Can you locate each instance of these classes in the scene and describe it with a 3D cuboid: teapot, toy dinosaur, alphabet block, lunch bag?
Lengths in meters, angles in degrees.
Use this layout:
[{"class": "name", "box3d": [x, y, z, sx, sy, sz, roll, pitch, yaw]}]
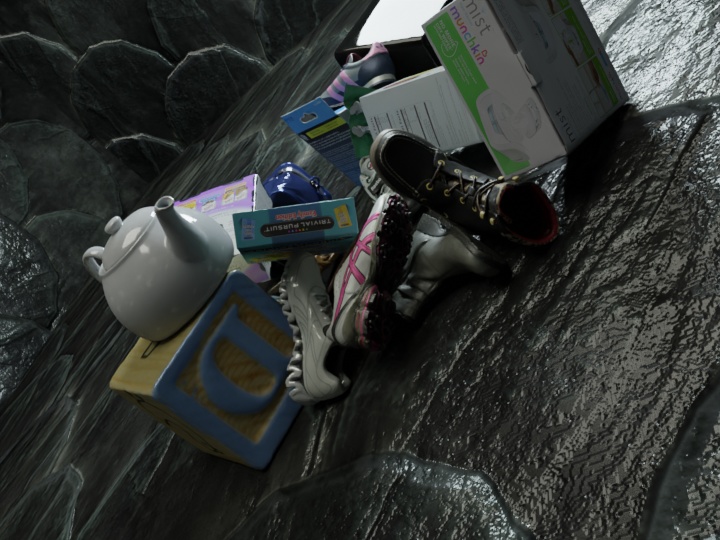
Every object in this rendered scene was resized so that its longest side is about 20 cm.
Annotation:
[{"class": "teapot", "box3d": [-0.277, -0.015, 0.950, 0.200, 0.146, 0.198, -46, 23, 6]}, {"class": "toy dinosaur", "box3d": [-0.088, 0.002, 1.127, 0.199, 0.060, 0.106, -30, -20, -35]}, {"class": "alphabet block", "box3d": [-0.196, 0.135, 1.000, 0.200, 0.195, 0.197, -10, 42, 56]}, {"class": "lunch bag", "box3d": [-0.145, -0.103, 1.338, 0.200, 0.136, 0.133, -39, 26, 24]}]

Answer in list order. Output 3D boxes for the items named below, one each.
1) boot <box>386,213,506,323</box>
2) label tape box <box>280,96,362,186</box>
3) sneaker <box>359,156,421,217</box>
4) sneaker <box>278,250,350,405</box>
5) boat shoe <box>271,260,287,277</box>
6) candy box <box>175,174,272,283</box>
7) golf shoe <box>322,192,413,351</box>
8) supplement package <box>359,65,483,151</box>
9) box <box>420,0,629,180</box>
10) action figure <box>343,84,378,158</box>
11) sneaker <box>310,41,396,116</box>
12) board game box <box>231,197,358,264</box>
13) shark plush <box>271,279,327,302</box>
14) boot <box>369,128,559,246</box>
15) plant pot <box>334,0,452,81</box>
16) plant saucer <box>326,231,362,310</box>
[{"class": "boot", "box3d": [0.092, 0.012, 0.868, 0.131, 0.067, 0.200, -58, 21, 2]}, {"class": "label tape box", "box3d": [-0.022, -0.240, 1.251, 0.143, 0.200, 0.066, -8, 49, 56]}, {"class": "sneaker", "box3d": [0.038, -0.134, 1.135, 0.074, 0.088, 0.200, -45, 25, 4]}, {"class": "sneaker", "box3d": [-0.054, 0.070, 0.929, 0.081, 0.075, 0.202, -15, 77, 37]}, {"class": "boat shoe", "box3d": [-0.171, -0.037, 1.241, 0.062, 0.199, 0.075, -44, -28, -54]}, {"class": "candy box", "box3d": [-0.233, -0.049, 1.163, 0.167, 0.072, 0.201, -17, 42, 10]}, {"class": "golf shoe", "box3d": [0.004, -0.004, 0.875, 0.092, 0.073, 0.201, 3, 70, 38]}, {"class": "supplement package", "box3d": [0.114, -0.239, 1.058, 0.199, 0.110, 0.114, -4, 23, 48]}, {"class": "box", "box3d": [0.194, -0.236, 0.816, 0.176, 0.201, 0.096, -39, 13, -38]}, {"class": "action figure", "box3d": [0.072, -0.258, 1.192, 0.199, 0.119, 0.055, -14, 13, -32]}, {"class": "sneaker", "box3d": [-0.016, -0.328, 1.248, 0.199, 0.083, 0.070, -14, -4, 43]}, {"class": "board game box", "box3d": [-0.087, -0.048, 0.963, 0.150, 0.047, 0.200, -8, -4, -5]}, {"class": "shark plush", "box3d": [-0.095, 0.058, 1.127, 0.083, 0.091, 0.200, -53, -2, -13]}, {"class": "boot", "box3d": [0.118, -0.091, 0.803, 0.073, 0.200, 0.150, -58, 30, -5]}, {"class": "plant pot", "box3d": [0.110, -0.394, 1.292, 0.177, 0.200, 0.200, 5, 55, 48]}, {"class": "plant saucer", "box3d": [0.000, 0.000, 1.000, 0.201, 0.034, 0.201, -54, 13, 19]}]
